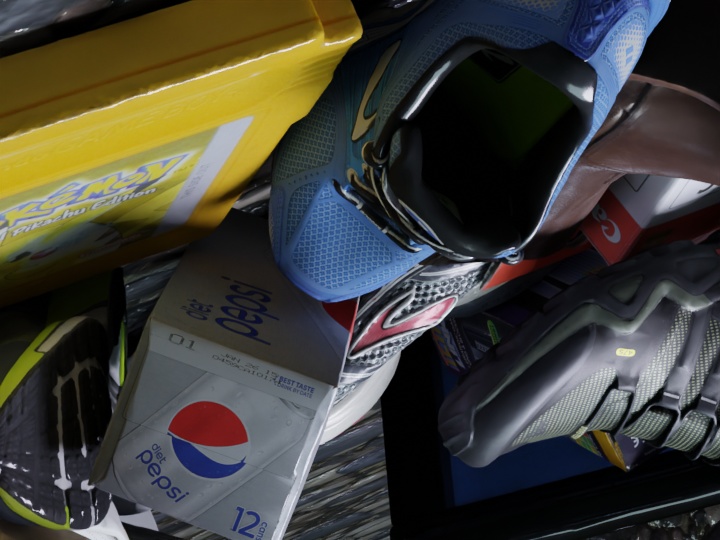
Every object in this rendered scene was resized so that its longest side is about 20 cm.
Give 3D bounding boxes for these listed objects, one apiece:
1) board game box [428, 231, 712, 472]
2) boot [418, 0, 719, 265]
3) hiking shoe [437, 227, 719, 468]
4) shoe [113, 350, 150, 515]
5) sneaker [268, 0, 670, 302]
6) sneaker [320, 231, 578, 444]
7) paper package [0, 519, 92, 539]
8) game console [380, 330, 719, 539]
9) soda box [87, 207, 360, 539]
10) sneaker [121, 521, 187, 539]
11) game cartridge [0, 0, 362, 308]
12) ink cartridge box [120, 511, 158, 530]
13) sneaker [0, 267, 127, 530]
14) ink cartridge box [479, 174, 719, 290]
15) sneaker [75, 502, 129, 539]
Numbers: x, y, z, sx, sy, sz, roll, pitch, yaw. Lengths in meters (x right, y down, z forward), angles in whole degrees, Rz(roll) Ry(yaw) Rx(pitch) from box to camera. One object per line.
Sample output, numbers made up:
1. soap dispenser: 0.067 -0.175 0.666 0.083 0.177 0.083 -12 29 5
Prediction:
1. board game box: 0.145 -0.005 1.206 0.200 0.057 0.165 -29 -158 -15
2. boot: 0.096 -0.034 0.993 0.064 0.186 0.200 -65 -172 -27
3. hiking shoe: 0.127 0.041 1.048 0.200 0.101 0.076 -24 171 -19
4. shoe: -0.061 0.054 1.282 0.091 0.072 0.200 -11 161 -26
5. sneaker: 0.020 -0.040 0.877 0.200 0.078 0.089 -46 -164 51
6. sneaker: 0.000 0.000 1.138 0.200 0.081 0.075 -37 159 -12
7. paper package: -0.124 0.136 0.922 0.200 0.191 0.104 31 89 -40
8. game console: 0.092 0.058 1.210 0.200 0.117 0.176 -17 173 14
9. soda box: -0.042 0.032 0.992 0.200 0.068 0.064 -74 -175 -77
10. sneaker: -0.125 0.166 1.283 0.076 0.114 0.199 17 171 -14
11. game cartridge: -0.102 -0.027 0.881 0.176 0.033 0.200 -20 172 -20
12. ink cartridge box: -0.185 0.198 1.548 0.083 0.147 0.200 -13 165 -40
13. sneaker: -0.126 0.046 0.985 0.081 0.074 0.200 -4 -172 1
14. ink cartridge box: 0.134 -0.051 1.078 0.109 0.050 0.200 -20 154 -39
15. sneaker: -0.136 0.085 1.160 0.074 0.116 0.200 -26 171 6
